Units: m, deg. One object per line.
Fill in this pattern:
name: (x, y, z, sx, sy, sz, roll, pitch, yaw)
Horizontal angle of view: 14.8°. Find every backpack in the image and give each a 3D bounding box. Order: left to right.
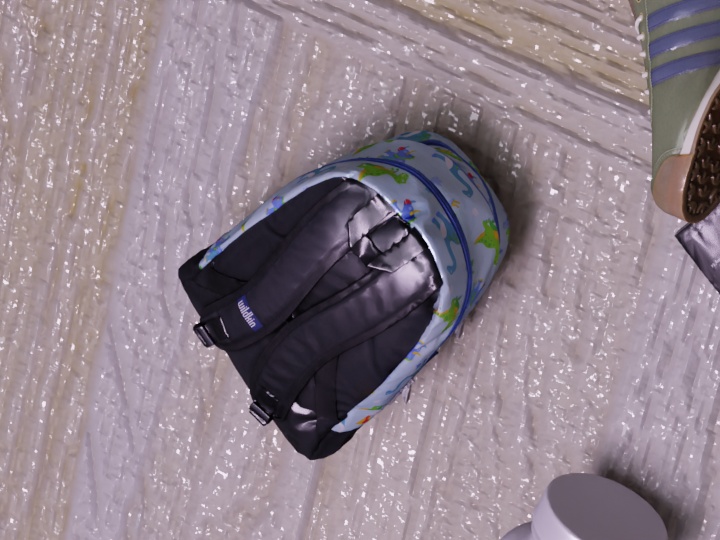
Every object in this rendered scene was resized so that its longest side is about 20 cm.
backpack: (0.000, 0.000, 1.742, 0.163, 0.154, 0.200, 54, 148, 10)

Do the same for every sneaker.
sneaker: (0.191, -0.134, 1.589, 0.090, 0.067, 0.201, 24, 99, 34)

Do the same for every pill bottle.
pill bottle: (0.118, 0.230, 1.749, 0.109, 0.109, 0.200, 34, 121, 20)

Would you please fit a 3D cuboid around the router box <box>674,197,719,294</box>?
router box: (0.298, -0.022, 1.579, 0.200, 0.051, 0.149, -41, 84, 36)
